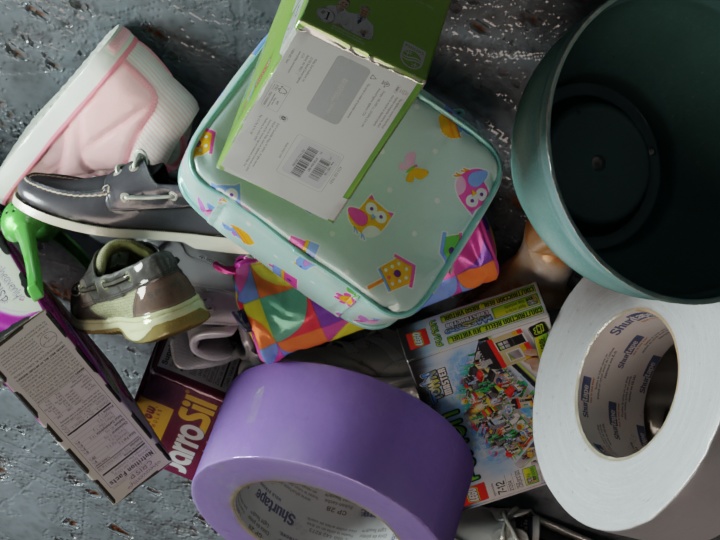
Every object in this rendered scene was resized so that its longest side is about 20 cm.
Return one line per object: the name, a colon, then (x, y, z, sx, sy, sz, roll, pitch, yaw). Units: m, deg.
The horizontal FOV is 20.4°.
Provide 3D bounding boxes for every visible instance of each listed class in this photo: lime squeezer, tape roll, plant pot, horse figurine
lime squeezer: (-0.229, -0.024, 1.472, 0.038, 0.200, 0.071, -45, 92, 6)
tape roll: (-0.021, 0.158, 1.496, 0.199, 0.085, 0.201, 15, 147, 10)
plant pot: (0.177, -0.075, 1.288, 0.200, 0.201, 0.134, 33, 165, -18)
tape roll: (0.204, 0.084, 1.364, 0.066, 0.201, 0.200, 15, 145, -31)
horse figurine: (0.156, -0.007, 1.459, 0.132, 0.050, 0.200, 16, 142, -7)

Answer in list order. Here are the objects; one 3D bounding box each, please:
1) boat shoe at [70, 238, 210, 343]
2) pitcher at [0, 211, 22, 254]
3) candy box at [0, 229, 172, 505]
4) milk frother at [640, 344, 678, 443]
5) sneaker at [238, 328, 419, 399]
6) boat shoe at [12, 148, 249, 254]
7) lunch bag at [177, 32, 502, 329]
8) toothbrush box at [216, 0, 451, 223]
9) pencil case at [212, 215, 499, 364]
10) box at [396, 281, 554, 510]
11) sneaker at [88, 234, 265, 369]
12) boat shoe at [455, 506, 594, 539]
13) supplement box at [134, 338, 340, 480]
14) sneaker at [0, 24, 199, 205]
boat shoe: (-0.162, 0.009, 1.420, 0.201, 0.071, 0.066, 8, 113, 66)
pitcher: (-0.338, -0.032, 1.536, 0.200, 0.121, 0.171, 48, 157, -23)
candy box: (-0.232, 0.068, 1.504, 0.061, 0.136, 0.200, -36, 134, -4)
milk frother: (0.289, 0.052, 1.417, 0.187, 0.180, 0.201, -4, 104, 21)
sneaker: (0.002, 0.084, 1.562, 0.198, 0.082, 0.075, 7, 132, -11)
boat shoe: (-0.146, -0.057, 1.412, 0.198, 0.073, 0.063, 8, 106, 6)
lunch bag: (-0.009, -0.066, 1.355, 0.199, 0.161, 0.077, 35, 161, -5)
toothbrush box: (-0.003, -0.156, 1.231, 0.086, 0.201, 0.146, 24, 139, -10)
pencil case: (0.000, 0.000, 1.441, 0.199, 0.089, 0.089, -20, 133, 0)
box: (0.102, 0.099, 1.506, 0.109, 0.035, 0.201, -19, 138, 1)
sneaker: (-0.141, 0.002, 1.521, 0.199, 0.115, 0.075, 20, 139, -3)
boat shoe: (0.133, 0.231, 1.725, 0.199, 0.074, 0.065, 18, 136, -17)
supplement box: (-0.081, 0.113, 1.634, 0.199, 0.104, 0.131, 22, 141, -4)
sneaker: (-0.192, -0.087, 1.470, 0.104, 0.076, 0.200, 37, 132, -15)
